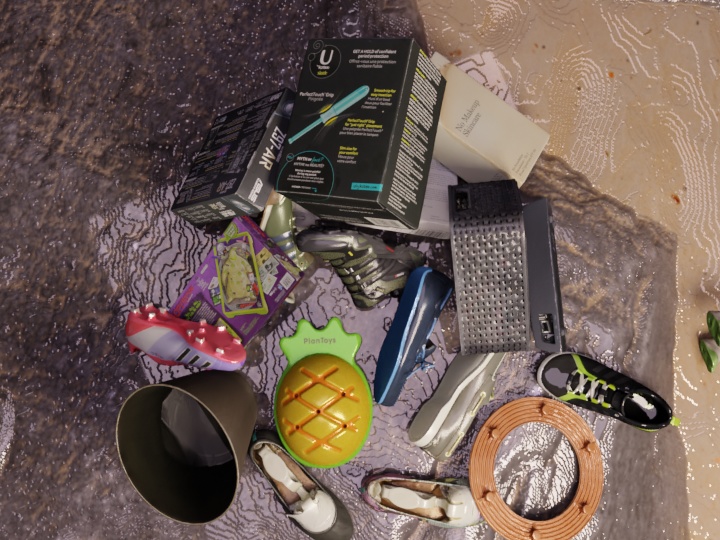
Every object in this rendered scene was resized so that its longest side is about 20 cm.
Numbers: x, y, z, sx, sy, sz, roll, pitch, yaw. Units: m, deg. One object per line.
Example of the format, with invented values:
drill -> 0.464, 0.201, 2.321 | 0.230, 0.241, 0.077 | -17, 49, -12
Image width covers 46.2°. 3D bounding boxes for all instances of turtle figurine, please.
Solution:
turtle figurine -> 0.570, 0.104, 1.124 | 0.191, 0.144, 0.203 | -9, 81, 4

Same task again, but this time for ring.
ring -> 0.244, 0.274, 1.151 | 0.198, 0.019, 0.203 | 3, 79, -13

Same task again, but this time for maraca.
maraca -> -0.052, 0.165, 1.144 | 0.135, 0.107, 0.203 | -3, 85, 1

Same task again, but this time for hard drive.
hard drive -> 0.250, 0.010, 1.144 | 0.042, 0.135, 0.203 | -6, 86, 16

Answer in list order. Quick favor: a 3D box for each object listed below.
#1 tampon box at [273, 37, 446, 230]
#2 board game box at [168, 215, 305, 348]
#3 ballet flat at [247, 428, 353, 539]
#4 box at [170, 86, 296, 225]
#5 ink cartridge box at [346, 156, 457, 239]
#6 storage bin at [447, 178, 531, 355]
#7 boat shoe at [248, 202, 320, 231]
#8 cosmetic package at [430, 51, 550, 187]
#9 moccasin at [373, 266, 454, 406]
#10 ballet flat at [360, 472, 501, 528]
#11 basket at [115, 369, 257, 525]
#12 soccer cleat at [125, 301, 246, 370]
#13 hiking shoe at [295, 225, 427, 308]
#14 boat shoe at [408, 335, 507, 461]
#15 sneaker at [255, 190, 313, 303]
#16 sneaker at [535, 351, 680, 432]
tampon box -> 0.004, -0.170, 1.051 | 0.148, 0.126, 0.203 | 8, 81, 27
board game box -> -0.172, 0.032, 1.144 | 0.120, 0.032, 0.200 | 43, 122, 2
ballet flat -> -0.088, 0.303, 1.152 | 0.068, 0.068, 0.200 | -44, 86, -4
box -> -0.163, -0.147, 1.117 | 0.043, 0.199, 0.162 | 33, 68, -30
ink cartridge box -> 0.057, -0.152, 1.185 | 0.159, 0.050, 0.202 | 8, 65, -19
storage bin -> 0.168, -0.004, 1.102 | 0.092, 0.136, 0.202 | -4, 119, 7
boat shoe -> -0.089, -0.091, 1.194 | 0.197, 0.071, 0.071 | 6, 113, -4
cosmetic package -> 0.150, -0.196, 1.167 | 0.199, 0.073, 0.104 | 35, 62, -3
moccasin -> 0.077, 0.098, 1.152 | 0.067, 0.081, 0.202 | 17, 104, -20
ballet flat -> 0.097, 0.314, 1.147 | 0.197, 0.071, 0.070 | 8, 84, 1
basket -> -0.206, 0.205, 1.087 | 0.135, 0.200, 0.181 | -32, 93, 8
soccer cleat -> -0.239, 0.105, 1.152 | 0.198, 0.067, 0.077 | 18, 114, 23
hiking shoe -> 0.000, 0.000, 1.145 | 0.198, 0.076, 0.102 | 13, 90, -27
boat shoe -> 0.146, 0.168, 1.162 | 0.060, 0.072, 0.202 | 41, 79, -17
sneaker -> -0.104, -0.038, 1.157 | 0.089, 0.067, 0.202 | 14, 117, -12
sneaker -> 0.340, 0.163, 1.150 | 0.198, 0.083, 0.073 | 20, 85, 3
